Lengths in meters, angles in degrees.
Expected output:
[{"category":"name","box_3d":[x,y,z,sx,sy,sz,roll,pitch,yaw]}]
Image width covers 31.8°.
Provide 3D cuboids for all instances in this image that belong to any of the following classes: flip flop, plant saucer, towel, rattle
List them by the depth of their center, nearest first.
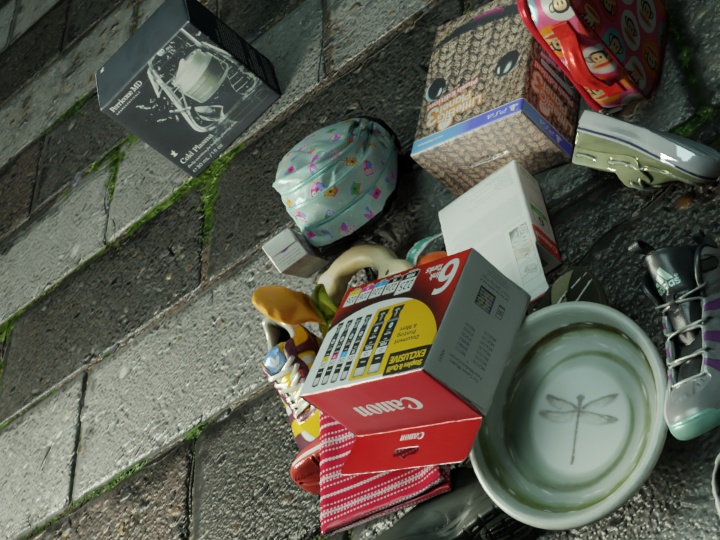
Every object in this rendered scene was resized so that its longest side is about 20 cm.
[{"category":"plant saucer","box_3d":[0.187,0.129,1.109,0.199,0.050,0.201,-18,61,35]},{"category":"flip flop","box_3d":[0.227,0.084,1.168,0.081,0.057,0.200,-44,51,20]},{"category":"towel","box_3d":[0.019,0.157,1.257,0.144,0.023,0.201,-25,39,20]},{"category":"rattle","box_3d":[0.000,0.000,1.427,0.199,0.143,0.131,-25,40,38]}]

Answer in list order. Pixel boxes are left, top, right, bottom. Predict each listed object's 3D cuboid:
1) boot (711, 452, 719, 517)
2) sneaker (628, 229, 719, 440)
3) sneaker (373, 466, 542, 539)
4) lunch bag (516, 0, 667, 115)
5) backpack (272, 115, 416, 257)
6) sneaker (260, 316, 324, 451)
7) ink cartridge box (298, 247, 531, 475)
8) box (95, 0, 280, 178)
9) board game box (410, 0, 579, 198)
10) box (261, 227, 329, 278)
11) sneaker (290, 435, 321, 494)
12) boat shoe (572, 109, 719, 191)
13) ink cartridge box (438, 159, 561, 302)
[{"category":"boot","box_3d":[0.312,0.142,0.975,0.073,0.095,0.201,-30,40,29]},{"category":"sneaker","box_3d":[0.261,0.037,1.029,0.078,0.140,0.200,-32,10,37]},{"category":"sneaker","box_3d":[0.083,0.238,1.194,0.199,0.076,0.091,-28,34,18]},{"category":"lunch bag","box_3d":[0.245,-0.263,1.320,0.082,0.200,0.177,-12,51,38]},{"category":"backpack","box_3d":[-0.029,-0.104,1.516,0.167,0.127,0.200,-38,14,18]},{"category":"sneaker","box_3d":[-0.072,0.132,1.439,0.075,0.090,0.200,-42,36,15]},{"category":"ink cartridge box","box_3d":[0.040,0.090,1.175,0.200,0.084,0.176,-20,39,52]},{"category":"box","box_3d":[-0.264,-0.285,1.936,0.200,0.196,0.124,-42,36,17]},{"category":"board game box","box_3d":[0.161,-0.206,1.456,0.159,0.097,0.201,-19,47,39]},{"category":"box","box_3d":[-0.074,-0.019,1.511,0.041,0.039,0.200,-37,-5,4]},{"category":"sneaker","box_3d":[0.016,0.157,1.346,0.199,0.078,0.116,-24,34,18]},{"category":"boat shoe","box_3d":[0.286,-0.111,1.267,0.200,0.072,0.062,35,113,59]},{"category":"ink cartridge box","box_3d":[0.152,-0.014,1.342,0.109,0.050,0.201,-35,40,24]}]
